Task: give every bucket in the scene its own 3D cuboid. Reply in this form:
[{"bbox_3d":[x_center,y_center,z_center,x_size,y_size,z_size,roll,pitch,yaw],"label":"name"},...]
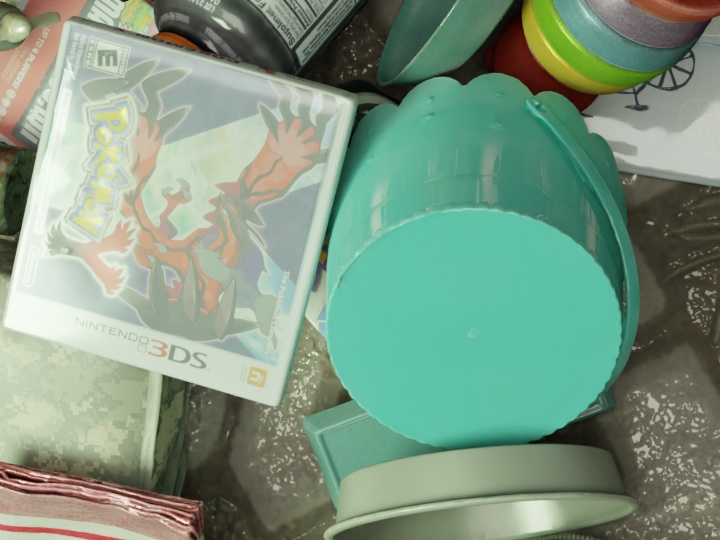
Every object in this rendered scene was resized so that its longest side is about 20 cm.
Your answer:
[{"bbox_3d":[0.071,0.000,1.327,0.206,0.135,0.208,2,125,2],"label":"bucket"}]

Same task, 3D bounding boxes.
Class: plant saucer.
[{"bbox_3d":[0.076,-0.193,1.360,0.036,0.200,0.200,30,96,-11],"label":"plant saucer"},{"bbox_3d":[0.066,0.096,1.437,0.199,0.019,0.070,-21,105,1],"label":"plant saucer"}]

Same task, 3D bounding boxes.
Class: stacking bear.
[{"bbox_3d":[0.147,-0.159,1.338,0.121,0.200,0.114,25,60,-13],"label":"stacking bear"}]

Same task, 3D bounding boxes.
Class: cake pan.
[{"bbox_3d":[0.075,0.142,1.370,0.199,0.200,0.037,-7,76,8],"label":"cake pan"}]

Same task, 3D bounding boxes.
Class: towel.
[{"bbox_3d":[-0.170,0.203,1.421,0.143,0.023,0.200,11,138,8],"label":"towel"}]

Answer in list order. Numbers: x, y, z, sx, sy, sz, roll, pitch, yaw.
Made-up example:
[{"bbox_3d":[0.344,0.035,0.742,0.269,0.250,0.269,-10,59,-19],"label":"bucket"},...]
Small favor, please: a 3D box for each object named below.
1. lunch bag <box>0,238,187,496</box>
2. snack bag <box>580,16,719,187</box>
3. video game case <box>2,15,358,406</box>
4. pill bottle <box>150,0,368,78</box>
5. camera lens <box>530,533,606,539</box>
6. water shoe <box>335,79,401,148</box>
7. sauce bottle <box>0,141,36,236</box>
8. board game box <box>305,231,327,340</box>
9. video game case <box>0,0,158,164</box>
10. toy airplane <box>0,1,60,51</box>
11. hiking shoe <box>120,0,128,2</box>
[{"bbox_3d":[-0.198,0.093,1.436,0.163,0.118,0.201,9,103,7],"label":"lunch bag"},{"bbox_3d":[0.203,-0.154,1.426,0.188,0.021,0.201,10,93,7],"label":"snack bag"},{"bbox_3d":[-0.111,-0.034,1.323,0.181,0.023,0.201,16,106,4],"label":"video game case"},{"bbox_3d":[-0.059,-0.176,1.380,0.106,0.106,0.200,38,69,5],"label":"pill bottle"},{"bbox_3d":[0.128,0.252,1.359,0.159,0.200,0.161,0,92,8],"label":"camera lens"},{"bbox_3d":[0.060,-0.056,1.425,0.071,0.079,0.200,-44,112,13],"label":"water shoe"},{"bbox_3d":[-0.318,-0.069,1.474,0.199,0.065,0.065,10,93,15],"label":"sauce bottle"},{"bbox_3d":[0.000,0.000,1.457,0.096,0.030,0.200,-43,84,7],"label":"board game box"},{"bbox_3d":[-0.156,-0.108,1.454,0.200,0.017,0.143,37,110,8],"label":"video game case"},{"bbox_3d":[-0.239,-0.240,1.405,0.141,0.200,0.200,7,132,-20],"label":"toy airplane"},{"bbox_3d":[-0.119,-0.258,1.414,0.087,0.074,0.200,40,67,-5],"label":"hiking shoe"}]
